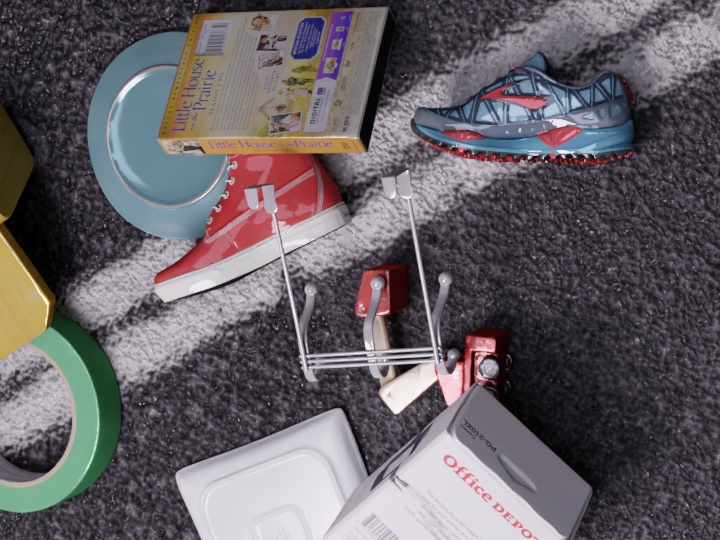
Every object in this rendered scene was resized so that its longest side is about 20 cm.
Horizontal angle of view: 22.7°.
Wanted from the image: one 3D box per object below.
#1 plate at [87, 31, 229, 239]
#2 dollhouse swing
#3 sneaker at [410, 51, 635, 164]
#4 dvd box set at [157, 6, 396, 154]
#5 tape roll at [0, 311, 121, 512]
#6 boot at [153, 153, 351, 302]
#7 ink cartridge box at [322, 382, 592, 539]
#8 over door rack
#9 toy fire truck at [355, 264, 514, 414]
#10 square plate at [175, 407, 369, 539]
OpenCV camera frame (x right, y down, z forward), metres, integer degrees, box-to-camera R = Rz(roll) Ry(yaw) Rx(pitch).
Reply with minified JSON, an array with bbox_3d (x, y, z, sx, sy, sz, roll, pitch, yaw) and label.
[{"bbox_3d":[-0.181,-0.129,1.727,0.199,0.026,0.202,2,96,22],"label":"plate"},{"bbox_3d":[-0.393,-0.020,1.790,0.199,0.182,0.176,-31,114,22],"label":"dollhouse swing"},{"bbox_3d":[0.143,-0.143,1.580,0.198,0.079,0.096,3,88,13],"label":"sneaker"},{"bbox_3d":[-0.076,-0.172,1.635,0.198,0.029,0.147,0,59,20],"label":"dvd box set"},{"bbox_3d":[-0.338,0.139,1.807,0.199,0.048,0.202,3,98,22],"label":"tape roll"},{"bbox_3d":[-0.125,-0.066,1.679,0.199,0.072,0.145,-27,90,10],"label":"boot"},{"bbox_3d":[0.085,0.216,1.582,0.145,0.084,0.200,42,129,-3],"label":"ink cartridge box"},{"bbox_3d":[0.000,0.000,1.584,0.147,0.067,0.201,-5,116,24],"label":"over door rack"},{"bbox_3d":[0.067,0.099,1.641,0.140,0.049,0.202,4,98,21],"label":"toy fire truck"},{"bbox_3d":[-0.068,0.258,1.724,0.197,0.028,0.201,-23,87,22],"label":"square plate"}]
